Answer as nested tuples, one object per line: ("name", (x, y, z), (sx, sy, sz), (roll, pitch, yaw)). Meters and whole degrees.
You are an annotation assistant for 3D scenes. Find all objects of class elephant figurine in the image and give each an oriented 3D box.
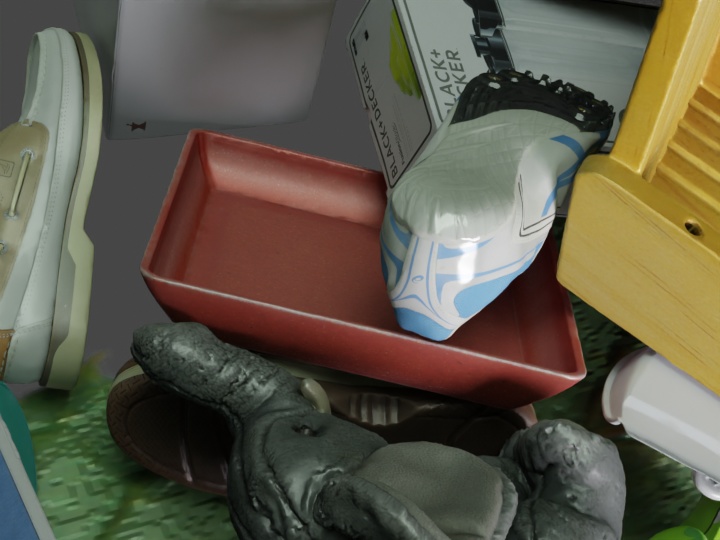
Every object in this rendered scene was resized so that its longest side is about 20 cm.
("elephant figurine", (0.004, 0.113, 0.680), (0.199, 0.155, 0.142), (17, 85, -28))

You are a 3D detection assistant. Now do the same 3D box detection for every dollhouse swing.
("dollhouse swing", (0.201, -0.077, 0.765), (0.181, 0.176, 0.200), (35, 43, 1))

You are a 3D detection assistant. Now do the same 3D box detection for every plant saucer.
("plant saucer", (0.000, 0.000, 0.797), (0.199, 0.037, 0.200), (14, 23, -5))

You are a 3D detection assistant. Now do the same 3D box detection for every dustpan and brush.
("dustpan and brush", (0.186, 0.056, 0.815), (0.139, 0.057, 0.200), (29, 42, -5))

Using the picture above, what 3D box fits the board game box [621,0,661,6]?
("board game box", (0.120, -0.172, 0.939), (0.199, 0.135, 0.028), (6, 98, -10))

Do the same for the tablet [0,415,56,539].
("tablet", (-0.162, 0.132, 0.595), (0.130, 0.014, 0.200), (-39, 47, 2))

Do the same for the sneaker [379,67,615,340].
("sneaker", (0.062, -0.037, 0.756), (0.072, 0.073, 0.200), (25, 36, 15))

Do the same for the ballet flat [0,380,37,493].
("ballet flat", (-0.175, 0.114, 0.684), (0.070, 0.067, 0.200), (-30, 30, 4))

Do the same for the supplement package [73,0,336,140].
("supplement package", (-0.098, -0.187, 0.896), (0.117, 0.117, 0.201), (-7, 59, -18))

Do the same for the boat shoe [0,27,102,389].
("boat shoe", (-0.166, -0.039, 0.806), (0.068, 0.075, 0.201), (7, 56, -16))

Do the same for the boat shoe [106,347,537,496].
("boat shoe", (-0.020, 0.064, 0.784), (0.201, 0.075, 0.075), (8, 28, -11))

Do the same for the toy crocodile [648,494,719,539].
("toy crocodile", (0.130, 0.180, 0.741), (0.068, 0.062, 0.200), (54, 49, -24))

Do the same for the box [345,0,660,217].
("box", (0.102, -0.091, 0.889), (0.199, 0.060, 0.117), (4, 54, -25))
